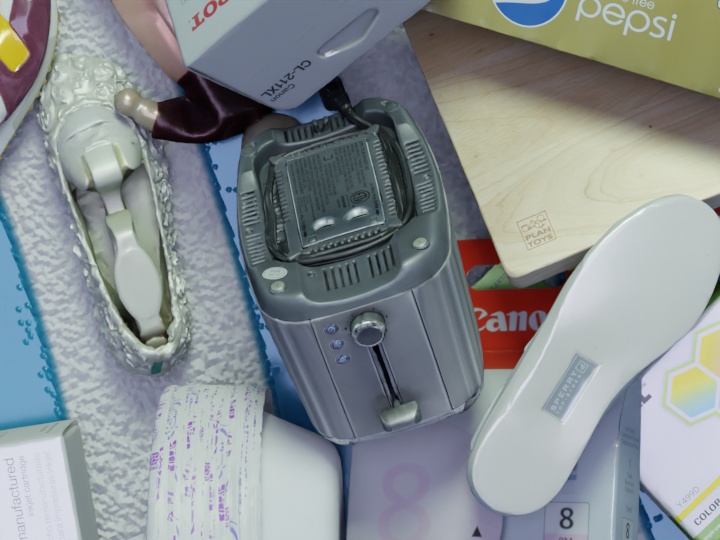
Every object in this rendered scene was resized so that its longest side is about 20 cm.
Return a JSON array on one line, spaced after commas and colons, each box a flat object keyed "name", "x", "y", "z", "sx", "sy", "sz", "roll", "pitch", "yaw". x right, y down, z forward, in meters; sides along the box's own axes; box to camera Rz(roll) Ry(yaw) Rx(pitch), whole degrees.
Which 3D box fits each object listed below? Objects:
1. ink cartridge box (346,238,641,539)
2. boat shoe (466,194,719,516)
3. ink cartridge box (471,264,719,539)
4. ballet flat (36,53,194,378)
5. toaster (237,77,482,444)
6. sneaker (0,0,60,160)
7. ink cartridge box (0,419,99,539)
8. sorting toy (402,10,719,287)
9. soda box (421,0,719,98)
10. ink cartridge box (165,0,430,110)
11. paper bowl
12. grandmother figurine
[{"name": "ink cartridge box", "x": 0.077, "y": 0.076, "z": 1.503, "sx": 0.162, "sy": 0.057, "sz": 0.201, "roll": -2, "pitch": 82, "yaw": 24}, {"name": "boat shoe", "x": 0.125, "y": 0.044, "z": 1.437, "sx": 0.072, "sy": 0.069, "sz": 0.200, "roll": 29, "pitch": 93, "yaw": -11}, {"name": "ink cartridge box", "x": 0.180, "y": 0.039, "z": 1.535, "sx": 0.148, "sy": 0.076, "sz": 0.200, "roll": -44, "pitch": 92, "yaw": 2}, {"name": "ballet flat", "x": -0.139, "y": -0.035, "z": 1.545, "sx": 0.072, "sy": 0.072, "sz": 0.201, "roll": -17, "pitch": 91, "yaw": 2}, {"name": "toaster", "x": 0.000, "y": 0.000, "z": 1.457, "sx": 0.113, "sy": 0.200, "sz": 0.129, "roll": -17, "pitch": 128, "yaw": 2}, {"name": "sneaker", "x": -0.242, "y": -0.101, "z": 1.522, "sx": 0.075, "sy": 0.090, "sz": 0.201, "roll": 23, "pitch": 93, "yaw": 27}, {"name": "ink cartridge box", "x": -0.254, "y": 0.178, "z": 1.546, "sx": 0.199, "sy": 0.083, "sz": 0.147, "roll": -10, "pitch": 92, "yaw": 1}, {"name": "sorting toy", "x": 0.147, "y": -0.105, "z": 1.506, "sx": 0.199, "sy": 0.070, "sz": 0.199, "roll": -23, "pitch": 66, "yaw": 3}, {"name": "soda box", "x": 0.130, "y": -0.152, "z": 1.442, "sx": 0.199, "sy": 0.068, "sz": 0.064, "roll": 19, "pitch": 107, "yaw": 18}, {"name": "ink cartridge box", "x": -0.043, "y": -0.213, "z": 1.455, "sx": 0.146, "sy": 0.083, "sz": 0.200, "roll": -37, "pitch": 53, "yaw": 27}, {"name": "paper bowl", "x": -0.062, "y": 0.164, "z": 1.483, "sx": 0.104, "sy": 0.201, "sz": 0.201, "roll": -1, "pitch": 92, "yaw": 2}, {"name": "grandmother figurine", "x": -0.089, "y": -0.122, "z": 1.541, "sx": 0.121, "sy": 0.061, "sz": 0.200, "roll": -37, "pitch": 92, "yaw": -5}]
